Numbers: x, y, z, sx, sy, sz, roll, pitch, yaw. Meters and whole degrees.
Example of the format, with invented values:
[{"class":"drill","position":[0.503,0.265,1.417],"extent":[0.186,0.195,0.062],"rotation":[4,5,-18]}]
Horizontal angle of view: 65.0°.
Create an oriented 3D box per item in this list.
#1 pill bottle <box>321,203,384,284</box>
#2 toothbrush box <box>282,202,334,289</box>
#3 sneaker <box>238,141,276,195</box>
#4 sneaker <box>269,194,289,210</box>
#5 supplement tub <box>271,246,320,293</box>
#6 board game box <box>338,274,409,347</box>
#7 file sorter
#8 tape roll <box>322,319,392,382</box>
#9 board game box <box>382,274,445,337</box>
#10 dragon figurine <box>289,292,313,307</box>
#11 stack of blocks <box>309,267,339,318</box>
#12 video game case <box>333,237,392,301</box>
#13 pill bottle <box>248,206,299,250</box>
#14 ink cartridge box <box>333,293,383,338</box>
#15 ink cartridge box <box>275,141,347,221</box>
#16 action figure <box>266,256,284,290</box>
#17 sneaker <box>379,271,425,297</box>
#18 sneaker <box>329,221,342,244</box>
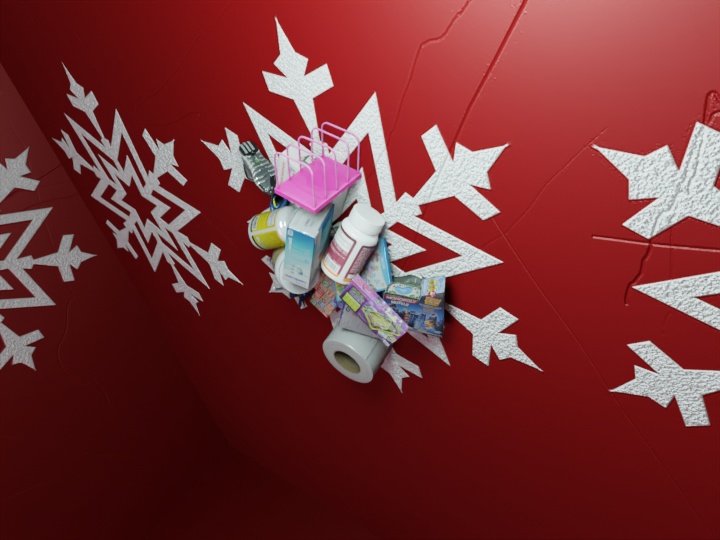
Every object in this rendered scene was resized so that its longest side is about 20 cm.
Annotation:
[{"class":"pill bottle","position":[-0.020,-0.073,1.547],"extent":[0.113,0.114,0.202],"rotation":[37,118,12]},{"class":"toothbrush box","position":[-0.142,-0.077,1.535],"extent":[0.083,0.148,0.203],"rotation":[21,136,6]},{"class":"sneaker","position":[-0.305,-0.289,1.728],"extent":[0.202,0.074,0.116],"rotation":[59,160,21]},{"class":"sneaker","position":[-0.258,-0.212,1.757],"extent":[0.066,0.079,0.200],"rotation":[44,147,0]},{"class":"supplement tub","position":[-0.199,-0.014,1.748],"extent":[0.146,0.143,0.200],"rotation":[58,176,-17]},{"class":"board game box","position":[0.035,0.112,1.544],"extent":[0.200,0.032,0.120],"rotation":[46,150,3]},{"class":"file sorter","position":[-0.106,-0.269,1.426],"extent":[0.137,0.200,0.127],"rotation":[27,139,25]},{"class":"tape roll","position":[-0.010,0.252,1.874],"extent":[0.199,0.140,0.205],"rotation":[26,145,20]},{"class":"board game box","position":[0.156,0.086,1.538],"extent":[0.195,0.063,0.202],"rotation":[12,139,-1]},{"class":"dragon figurine","position":[-0.211,0.087,1.982],"extent":[0.059,0.099,0.200],"rotation":[43,146,4]},{"class":"stack of blocks","position":[-0.103,0.061,1.842],"extent":[0.115,0.059,0.200],"rotation":[44,146,4]},{"class":"video game case","position":[0.000,0.000,1.624],"extent":[0.197,0.018,0.147],"rotation":[-15,79,35]},{"class":"pill bottle","position":[-0.238,-0.130,1.700],"extent":[0.197,0.113,0.114],"rotation":[-7,120,41]},{"class":"ink cartridge box","position":[0.011,0.127,1.732],"extent":[0.195,0.078,0.138],"rotation":[15,142,-4]},{"class":"ink cartridge box","position":[-0.139,-0.239,1.590],"extent":[0.199,0.084,0.147],"rotation":[38,145,13]},{"class":"action figure","position":[-0.248,-0.007,1.961],"extent":[0.201,0.145,0.137],"rotation":[109,147,-71]},{"class":"sneaker","position":[0.107,0.051,1.604],"extent":[0.197,0.091,0.068],"rotation":[9,132,43]},{"class":"sneaker","position":[-0.086,-0.097,1.684],"extent":[0.197,0.075,0.082],"rotation":[10,132,41]}]
